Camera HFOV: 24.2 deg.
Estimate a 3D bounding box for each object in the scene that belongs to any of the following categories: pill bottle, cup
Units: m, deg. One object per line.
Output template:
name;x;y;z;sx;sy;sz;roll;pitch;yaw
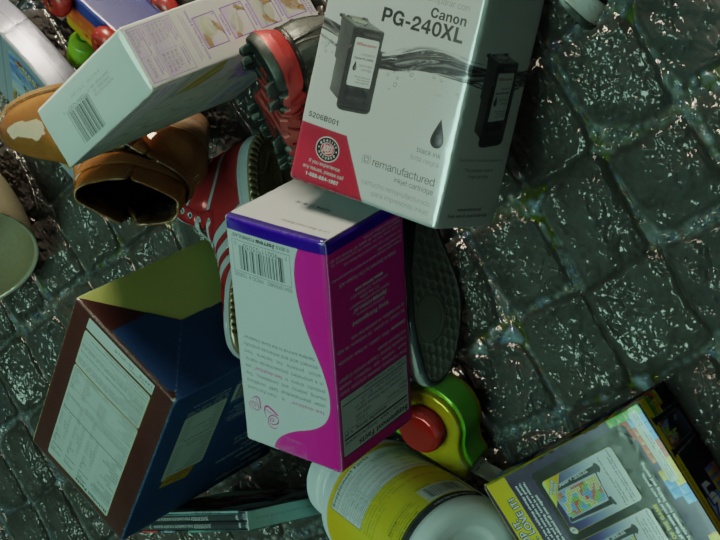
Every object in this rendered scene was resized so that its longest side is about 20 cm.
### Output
pill bottle;0.036;0.212;1.437;0.200;0.112;0.113;28;130;56
cup;-0.445;-0.063;1.746;0.200;0.199;0.144;-53;45;45

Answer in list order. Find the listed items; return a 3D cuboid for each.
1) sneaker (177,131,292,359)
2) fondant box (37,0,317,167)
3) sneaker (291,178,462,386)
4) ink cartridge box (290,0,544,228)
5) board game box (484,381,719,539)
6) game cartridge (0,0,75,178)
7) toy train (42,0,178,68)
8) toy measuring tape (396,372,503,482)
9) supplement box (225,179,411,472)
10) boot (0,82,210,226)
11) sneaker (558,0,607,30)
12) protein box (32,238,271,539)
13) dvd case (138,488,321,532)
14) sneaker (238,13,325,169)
sneaker;-0.111;-0.015;1.475;0.112;0.071;0.201;-13;68;49
fondant box;-0.145;-0.167;1.372;0.144;0.200;0.058;-32;89;47
sneaker;0.001;-0.001;1.401;0.146;0.077;0.204;-5;103;39
ink cartridge box;0.043;-0.148;1.244;0.145;0.083;0.201;21;106;34
board game box;0.216;0.212;1.304;0.165;0.057;0.201;-34;86;37
game cartridge;-0.294;-0.161;1.607;0.200;0.041;0.133;49;163;14
toy train;-0.254;-0.235;1.539;0.200;0.085;0.116;42;147;20
toy measuring tape;0.096;0.137;1.400;0.199;0.074;0.074;30;130;18
supplement box;-0.030;0.041;1.325;0.101;0.103;0.201;16;121;34
boot;-0.232;-0.092;1.454;0.199;0.156;0.077;10;122;0
sneaker;0.132;-0.263;1.160;0.090;0.066;0.200;-43;61;20
protein box;-0.164;0.101;1.528;0.135;0.198;0.200;44;134;20
dvd case;-0.115;0.226;1.589;0.199;0.145;0.022;-8;88;47
sneaker;-0.041;-0.146;1.363;0.071;0.098;0.201;57;169;17
